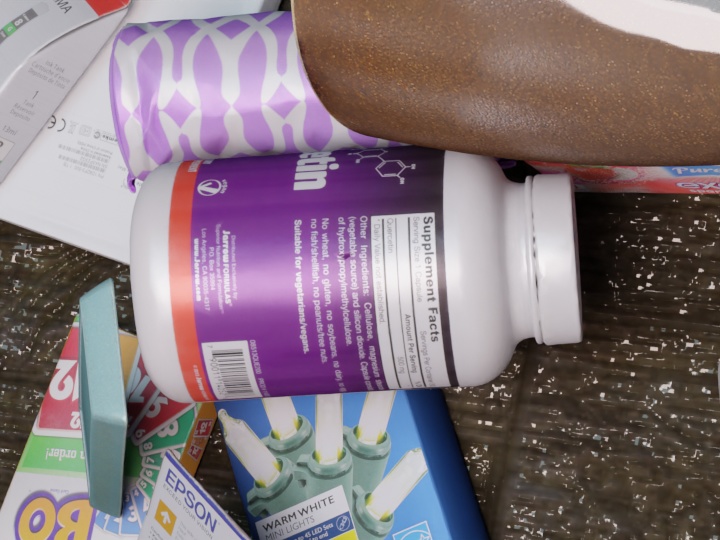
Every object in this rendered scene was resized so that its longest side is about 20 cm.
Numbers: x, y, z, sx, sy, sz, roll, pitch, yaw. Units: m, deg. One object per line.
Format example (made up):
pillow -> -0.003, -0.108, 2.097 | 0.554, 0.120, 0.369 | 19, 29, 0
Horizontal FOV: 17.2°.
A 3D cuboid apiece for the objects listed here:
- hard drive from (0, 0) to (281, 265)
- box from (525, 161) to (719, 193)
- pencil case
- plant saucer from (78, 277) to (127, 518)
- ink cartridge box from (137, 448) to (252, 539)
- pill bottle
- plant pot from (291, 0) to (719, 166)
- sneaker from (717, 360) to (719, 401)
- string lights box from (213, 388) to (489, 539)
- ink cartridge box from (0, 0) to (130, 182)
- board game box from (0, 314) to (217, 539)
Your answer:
hard drive -> -0.123, -0.107, 1.312 | 0.132, 0.026, 0.200 | 19, 86, 29
box -> 0.174, -0.092, 1.118 | 0.200, 0.103, 0.095 | 2, 78, 26
pencil case -> -0.027, -0.084, 1.159 | 0.200, 0.084, 0.086 | -3, 111, 8
plant saucer -> -0.126, 0.066, 1.155 | 0.019, 0.200, 0.070 | -5, 73, -8
ink cartridge box -> -0.044, 0.212, 1.130 | 0.196, 0.043, 0.200 | 44, 131, 28
pill bottle -> 0.000, 0.000, 1.104 | 0.199, 0.112, 0.113 | -4, 75, 6
plant pot -> 0.107, -0.119, 0.987 | 0.200, 0.187, 0.187 | 21, 87, 33
sneaker -> 0.234, 0.065, 1.043 | 0.118, 0.200, 0.074 | -7, 93, -13
string lights box -> -0.008, 0.089, 1.186 | 0.103, 0.059, 0.200 | -25, 68, 18
ink cartridge box -> -0.197, -0.170, 1.331 | 0.200, 0.050, 0.161 | -52, 51, 14
board game box -> -0.145, 0.131, 1.264 | 0.095, 0.030, 0.200 | 19, 89, 29
